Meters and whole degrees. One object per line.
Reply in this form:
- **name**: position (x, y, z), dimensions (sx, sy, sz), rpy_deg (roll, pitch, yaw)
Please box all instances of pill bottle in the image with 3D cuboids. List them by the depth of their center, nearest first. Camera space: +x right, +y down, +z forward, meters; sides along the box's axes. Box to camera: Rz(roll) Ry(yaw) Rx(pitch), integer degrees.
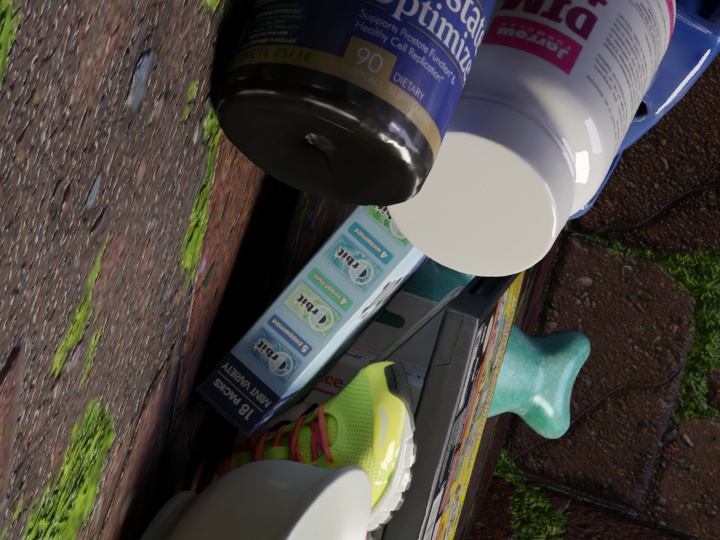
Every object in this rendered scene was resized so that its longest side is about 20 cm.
- **pill bottle**: position (0.011, -0.142, 1.333), dimensions (0.112, 0.112, 0.200), rpy_deg (90, 19, -67)
- **pill bottle**: position (0.089, -0.095, 1.433), dimensions (0.200, 0.113, 0.113), rpy_deg (-61, 167, -45)

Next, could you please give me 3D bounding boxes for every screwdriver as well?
- **screwdriver**: position (-0.013, 0.073, 1.632), dimensions (0.200, 0.028, 0.029), rpy_deg (-44, 146, 22)

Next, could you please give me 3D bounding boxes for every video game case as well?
- **video game case**: position (0.053, 0.099, 1.651), dimensions (0.181, 0.025, 0.200), rpy_deg (-41, 147, -73)

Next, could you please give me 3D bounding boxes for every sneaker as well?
- **sneaker**: position (-0.035, 0.121, 1.584), dimensions (0.200, 0.090, 0.078), rpy_deg (-54, -148, 40)

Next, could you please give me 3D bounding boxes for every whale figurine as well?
- **whale figurine**: position (0.062, 0.059, 1.787), dimensions (0.104, 0.200, 0.159), rpy_deg (-158, -96, -72)

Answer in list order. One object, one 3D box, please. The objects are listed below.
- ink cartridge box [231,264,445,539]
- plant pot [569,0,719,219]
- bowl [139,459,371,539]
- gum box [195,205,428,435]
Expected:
- **ink cartridge box**: position (-0.017, 0.107, 1.701), dimensions (0.067, 0.117, 0.200), rpy_deg (-37, 143, -78)
- **plant pot**: position (0.120, -0.156, 1.752), dimensions (0.180, 0.200, 0.200), rpy_deg (-57, 179, 25)
- **bowl**: position (-0.077, 0.183, 1.498), dimensions (0.201, 0.090, 0.201), rpy_deg (-57, 162, -29)
- **gum box**: position (0.000, 0.000, 1.568), dimensions (0.200, 0.045, 0.170), rpy_deg (-49, 176, 9)
